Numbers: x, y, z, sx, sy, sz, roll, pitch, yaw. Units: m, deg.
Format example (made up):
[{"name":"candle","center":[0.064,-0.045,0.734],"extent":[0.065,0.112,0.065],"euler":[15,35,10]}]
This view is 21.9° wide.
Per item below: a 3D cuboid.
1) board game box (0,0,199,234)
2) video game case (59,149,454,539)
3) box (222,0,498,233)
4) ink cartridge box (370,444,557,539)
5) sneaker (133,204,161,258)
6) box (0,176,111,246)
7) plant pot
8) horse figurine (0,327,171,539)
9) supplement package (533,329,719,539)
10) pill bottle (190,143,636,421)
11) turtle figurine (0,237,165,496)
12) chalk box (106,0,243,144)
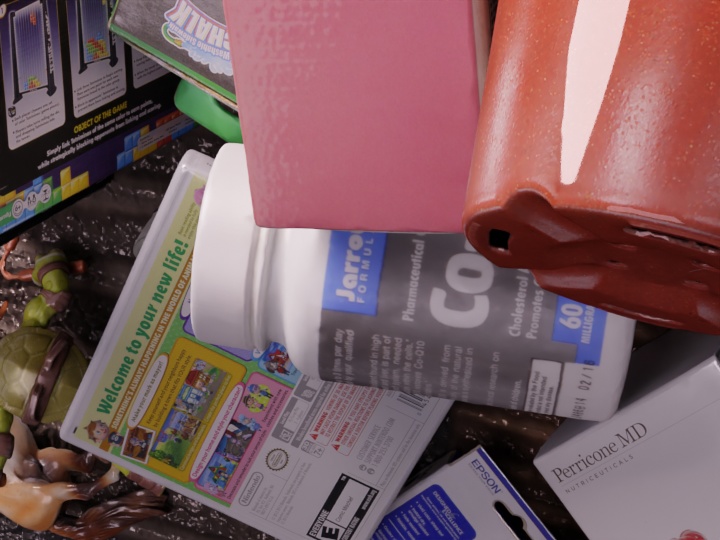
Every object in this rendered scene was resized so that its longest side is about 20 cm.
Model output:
[{"name":"board game box","center":[-0.159,-0.126,0.961],"extent":[0.057,0.200,0.166],"euler":[11,115,25]},{"name":"video game case","center":[-0.046,0.053,0.991],"extent":[0.182,0.022,0.200],"euler":[25,124,-5]},{"name":"box","center":[0.011,-0.130,0.771],"extent":[0.109,0.128,0.201],"euler":[2,118,16]},{"name":"ink cartridge box","center":[0.038,0.175,1.084],"extent":[0.200,0.039,0.100],"euler":[-37,91,36]},{"name":"sneaker","center":[-0.062,0.049,1.050],"extent":[0.074,0.088,0.200],"euler":[-31,95,42]},{"name":"box","center":[-0.224,-0.098,1.007],"extent":[0.086,0.200,0.164],"euler":[13,117,22]},{"name":"plant pot","center":[0.131,-0.087,0.688],"extent":[0.200,0.201,0.196],"euler":[9,76,24]},{"name":"horse figurine","center":[-0.214,0.104,1.180],"extent":[0.200,0.050,0.133],"euler":[47,123,3]},{"name":"supplement package","center":[0.204,0.125,0.925],"extent":[0.121,0.120,0.200],"euler":[-35,92,35]},{"name":"pill bottle","center":[0.028,0.001,0.871],"extent":[0.199,0.114,0.114],"euler":[8,116,4]},{"name":"turtle figurine","center":[-0.174,0.057,1.099],"extent":[0.161,0.201,0.064],"euler":[21,164,-5]},{"name":"chalk box","center":[-0.033,-0.153,0.930],"extent":[0.124,0.124,0.200],"euler":[32,123,11]}]
